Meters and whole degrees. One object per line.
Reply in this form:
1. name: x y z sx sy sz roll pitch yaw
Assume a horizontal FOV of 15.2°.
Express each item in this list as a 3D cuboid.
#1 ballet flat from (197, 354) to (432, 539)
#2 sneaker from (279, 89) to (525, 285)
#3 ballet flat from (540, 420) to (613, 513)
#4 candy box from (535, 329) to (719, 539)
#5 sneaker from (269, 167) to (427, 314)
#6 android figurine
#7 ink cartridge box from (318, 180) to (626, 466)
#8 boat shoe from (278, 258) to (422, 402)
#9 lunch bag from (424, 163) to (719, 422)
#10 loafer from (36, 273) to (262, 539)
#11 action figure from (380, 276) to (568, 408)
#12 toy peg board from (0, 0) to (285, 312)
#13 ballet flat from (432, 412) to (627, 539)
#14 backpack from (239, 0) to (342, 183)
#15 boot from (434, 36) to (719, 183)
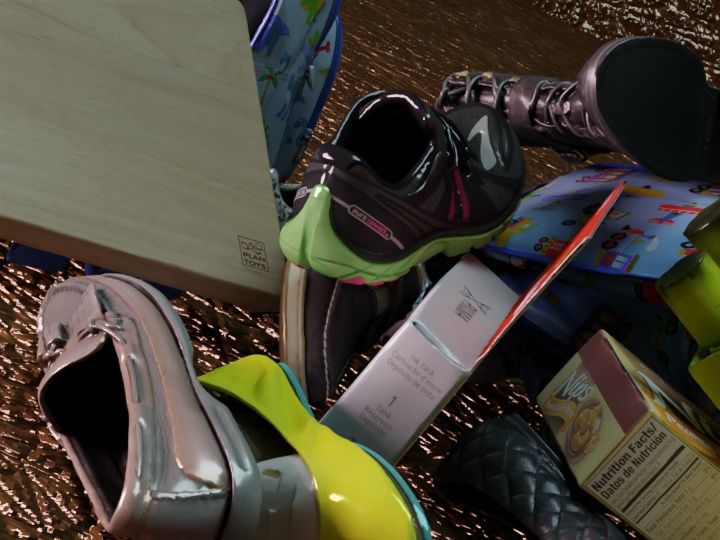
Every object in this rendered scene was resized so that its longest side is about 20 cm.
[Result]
1. ballet flat: -0.036 0.092 1.164 0.067 0.067 0.200 -3 22 -22
2. sneaker: 0.032 -0.053 1.377 0.077 0.084 0.200 21 26 20
3. ballet flat: 0.181 0.112 1.463 0.200 0.073 0.073 17 16 -25
4. candy box: 0.185 0.124 1.344 0.200 0.055 0.115 38 9 -17
5. sneaker: -0.016 -0.020 1.547 0.077 0.089 0.200 34 15 33
6. android figurine: 0.225 0.060 1.329 0.200 0.041 0.182 51 32 -7
7. ink cartridge box: 0.052 0.021 1.324 0.044 0.174 0.200 40 14 2
8. boat shoe: 0.000 0.001 1.421 0.066 0.072 0.201 4 32 7
9. lunch bag: 0.144 -0.008 1.479 0.200 0.094 0.151 23 34 32
10. loafer: -0.105 0.055 1.146 0.063 0.072 0.200 9 23 -31
11. action figure: 0.103 0.051 1.539 0.193 0.105 0.200 16 29 -10
12. toy peg board: -0.156 -0.068 1.422 0.200 0.098 0.199 17 50 -36
13. ballet flat: 0.100 0.140 1.274 0.066 0.057 0.200 48 2 -40
14. backpack: -0.101 -0.152 1.652 0.183 0.200 0.147 32 15 28
15. boot: 0.116 -0.086 1.479 0.174 0.069 0.200 9 -5 34
